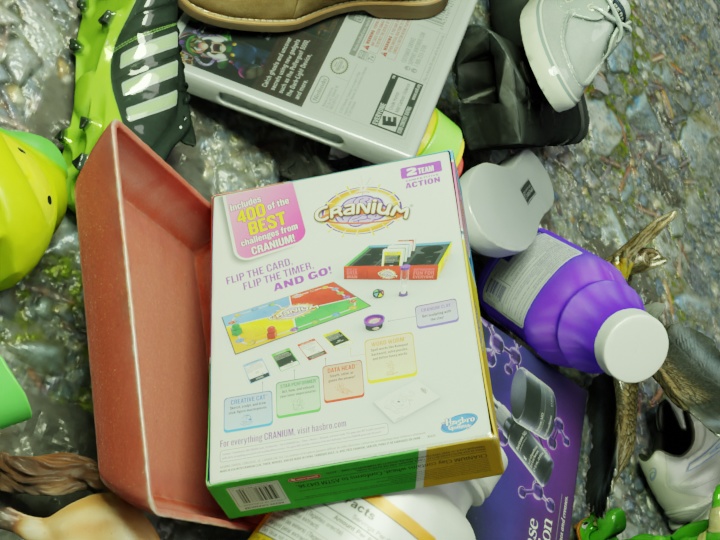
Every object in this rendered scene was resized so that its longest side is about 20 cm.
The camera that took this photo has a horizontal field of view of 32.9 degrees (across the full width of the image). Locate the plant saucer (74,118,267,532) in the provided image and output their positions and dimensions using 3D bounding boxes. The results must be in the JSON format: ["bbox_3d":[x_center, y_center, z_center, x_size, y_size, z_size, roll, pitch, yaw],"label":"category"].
[{"bbox_3d":[-0.103,0.044,0.674,0.200,0.037,0.200,49,30,-71],"label":"plant saucer"}]

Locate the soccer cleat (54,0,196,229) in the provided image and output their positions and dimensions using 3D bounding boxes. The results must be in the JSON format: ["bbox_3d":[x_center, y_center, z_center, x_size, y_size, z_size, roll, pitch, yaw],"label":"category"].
[{"bbox_3d":[-0.138,-0.118,0.756,0.081,0.067,0.200,25,64,-41],"label":"soccer cleat"}]

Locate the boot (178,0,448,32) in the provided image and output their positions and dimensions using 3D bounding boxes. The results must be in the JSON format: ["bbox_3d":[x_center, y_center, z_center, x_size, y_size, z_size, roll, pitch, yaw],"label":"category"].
[{"bbox_3d":[-0.028,-0.210,0.814,0.200,0.076,0.074,-10,60,-18],"label":"boot"}]

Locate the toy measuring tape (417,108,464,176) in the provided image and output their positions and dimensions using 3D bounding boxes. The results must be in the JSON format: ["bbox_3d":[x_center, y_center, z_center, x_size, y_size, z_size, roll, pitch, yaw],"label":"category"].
[{"bbox_3d":[0.052,-0.118,0.928,0.074,0.074,0.200,37,52,-27],"label":"toy measuring tape"}]

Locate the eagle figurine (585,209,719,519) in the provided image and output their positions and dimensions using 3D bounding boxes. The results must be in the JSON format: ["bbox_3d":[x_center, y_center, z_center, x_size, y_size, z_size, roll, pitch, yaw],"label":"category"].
[{"bbox_3d":[0.218,0.081,0.950,0.151,0.152,0.200,-12,63,-22],"label":"eagle figurine"}]

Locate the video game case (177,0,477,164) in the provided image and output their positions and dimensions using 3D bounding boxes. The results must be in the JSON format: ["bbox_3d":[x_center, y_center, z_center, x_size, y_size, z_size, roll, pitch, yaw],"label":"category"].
[{"bbox_3d":[-0.022,-0.171,0.849,0.181,0.023,0.200,21,54,2],"label":"video game case"}]

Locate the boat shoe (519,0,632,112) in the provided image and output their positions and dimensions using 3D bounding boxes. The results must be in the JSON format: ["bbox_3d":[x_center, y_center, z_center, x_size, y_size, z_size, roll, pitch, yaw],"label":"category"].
[{"bbox_3d":[0.172,-0.196,0.943,0.070,0.071,0.201,53,31,-26],"label":"boat shoe"}]

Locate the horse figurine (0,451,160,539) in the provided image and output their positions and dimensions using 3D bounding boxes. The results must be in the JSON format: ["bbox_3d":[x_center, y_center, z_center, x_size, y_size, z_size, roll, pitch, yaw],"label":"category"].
[{"bbox_3d":[-0.135,0.172,0.598,0.132,0.050,0.200,-15,70,-4],"label":"horse figurine"}]

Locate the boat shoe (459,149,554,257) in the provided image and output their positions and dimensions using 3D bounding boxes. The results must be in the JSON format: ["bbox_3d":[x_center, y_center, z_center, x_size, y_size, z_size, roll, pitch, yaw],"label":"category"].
[{"bbox_3d":[0.096,-0.044,0.906,0.069,0.057,0.200,64,25,-2],"label":"boat shoe"}]

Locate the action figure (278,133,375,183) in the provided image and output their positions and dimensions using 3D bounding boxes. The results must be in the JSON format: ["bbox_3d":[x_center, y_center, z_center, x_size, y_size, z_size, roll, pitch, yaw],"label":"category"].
[{"bbox_3d":[0.000,0.000,0.809,0.119,0.102,0.200,18,59,-46],"label":"action figure"}]

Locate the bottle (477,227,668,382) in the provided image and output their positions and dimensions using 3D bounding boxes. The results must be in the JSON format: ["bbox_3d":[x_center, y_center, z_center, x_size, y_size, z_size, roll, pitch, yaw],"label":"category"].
[{"bbox_3d":[0.151,0.026,0.875,0.065,0.200,0.084,37,91,-21],"label":"bottle"}]

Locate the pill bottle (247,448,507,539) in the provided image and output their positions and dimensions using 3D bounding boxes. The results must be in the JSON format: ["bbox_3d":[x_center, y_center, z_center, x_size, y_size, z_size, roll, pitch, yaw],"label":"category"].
[{"bbox_3d":[-0.005,0.166,0.682,0.111,0.111,0.200,45,70,-21],"label":"pill bottle"}]

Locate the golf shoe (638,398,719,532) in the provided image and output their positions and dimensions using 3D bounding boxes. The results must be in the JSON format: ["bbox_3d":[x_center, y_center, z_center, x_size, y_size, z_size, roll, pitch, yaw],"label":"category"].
[{"bbox_3d":[0.306,0.135,1.067,0.097,0.078,0.200,50,45,-8],"label":"golf shoe"}]

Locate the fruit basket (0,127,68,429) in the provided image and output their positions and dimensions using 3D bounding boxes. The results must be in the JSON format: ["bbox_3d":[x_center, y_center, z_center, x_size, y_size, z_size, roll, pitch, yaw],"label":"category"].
[{"bbox_3d":[-0.216,-0.017,0.589,0.215,0.155,0.216,5,80,-27],"label":"fruit basket"}]

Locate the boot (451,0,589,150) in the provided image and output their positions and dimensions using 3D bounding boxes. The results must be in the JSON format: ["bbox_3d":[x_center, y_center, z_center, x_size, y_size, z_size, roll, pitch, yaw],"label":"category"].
[{"bbox_3d":[0.117,-0.174,0.979,0.200,0.066,0.165,-14,81,-61],"label":"boot"}]

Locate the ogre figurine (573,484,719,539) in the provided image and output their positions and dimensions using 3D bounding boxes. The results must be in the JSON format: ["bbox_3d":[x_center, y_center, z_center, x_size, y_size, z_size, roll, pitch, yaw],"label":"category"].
[{"bbox_3d":[0.216,0.224,0.909,0.200,0.120,0.098,-37,96,-47],"label":"ogre figurine"}]

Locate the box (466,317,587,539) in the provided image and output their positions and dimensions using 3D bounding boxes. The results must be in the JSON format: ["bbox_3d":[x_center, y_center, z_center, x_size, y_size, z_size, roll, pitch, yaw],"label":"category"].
[{"bbox_3d":[0.075,0.147,0.838,0.141,0.079,0.200,32,54,-27],"label":"box"}]

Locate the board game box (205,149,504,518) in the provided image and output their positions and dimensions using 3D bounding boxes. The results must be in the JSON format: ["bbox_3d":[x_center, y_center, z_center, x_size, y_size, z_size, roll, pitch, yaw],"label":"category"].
[{"bbox_3d":[-0.008,0.030,0.685,0.040,0.153,0.200,70,13,-51],"label":"board game box"}]
